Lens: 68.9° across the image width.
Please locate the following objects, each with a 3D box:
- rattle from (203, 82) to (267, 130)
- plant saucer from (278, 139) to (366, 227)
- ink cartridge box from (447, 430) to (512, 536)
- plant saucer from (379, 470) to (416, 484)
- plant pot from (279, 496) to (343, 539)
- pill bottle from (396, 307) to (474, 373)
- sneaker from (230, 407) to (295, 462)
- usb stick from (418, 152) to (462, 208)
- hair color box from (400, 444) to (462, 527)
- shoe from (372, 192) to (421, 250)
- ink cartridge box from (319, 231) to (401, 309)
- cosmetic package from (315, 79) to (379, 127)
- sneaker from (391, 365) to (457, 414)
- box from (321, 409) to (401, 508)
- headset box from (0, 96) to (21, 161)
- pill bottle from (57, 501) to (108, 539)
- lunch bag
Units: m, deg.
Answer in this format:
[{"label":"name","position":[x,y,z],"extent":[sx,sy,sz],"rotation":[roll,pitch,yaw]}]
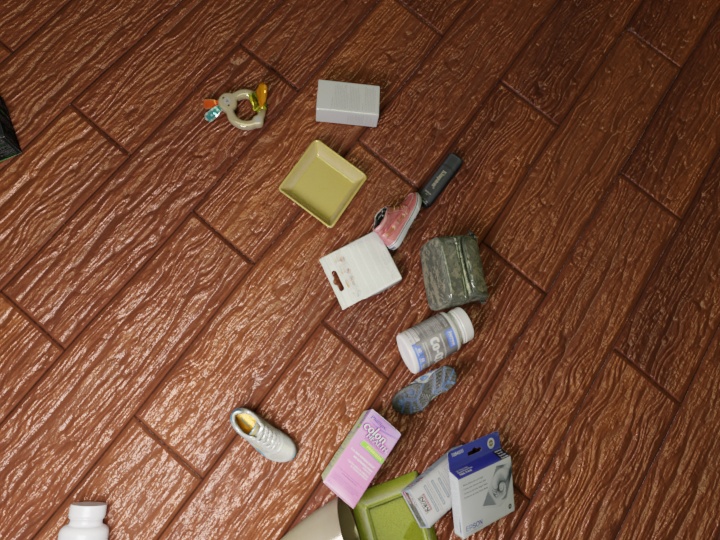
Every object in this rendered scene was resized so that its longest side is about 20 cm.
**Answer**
[{"label":"rattle","position":[-0.375,-0.498,1.549],"extent":[0.192,0.143,0.136],"rotation":[13,92,-9]},{"label":"plant saucer","position":[-0.111,-0.251,1.556],"extent":[0.197,0.049,0.203],"rotation":[35,73,4]},{"label":"ink cartridge box","position":[0.309,0.538,1.331],"extent":[0.194,0.040,0.209],"rotation":[-9,93,-33]},{"label":"plant saucer","position":[0.091,0.648,1.336],"extent":[0.193,0.048,0.207],"rotation":[-15,77,-10]},{"label":"plant pot","position":[-0.109,0.673,1.251],"extent":[0.194,0.188,0.193],"rotation":[-22,77,2]},{"label":"pill bottle","position":[0.206,0.187,1.440],"extent":[0.195,0.114,0.117],"rotation":[-25,78,-12]},{"label":"sneaker","position":[-0.251,0.424,1.340],"extent":[0.196,0.081,0.078],"rotation":[32,72,1]},{"label":"usb stick","position":[0.244,-0.278,1.612],"extent":[0.055,0.033,0.202],"rotation":[37,74,4]},{"label":"hair color box","position":[0.207,0.549,1.341],"extent":[0.196,0.061,0.101],"rotation":[-26,79,-31]},{"label":"shoe","position":[0.106,-0.167,1.522],"extent":[0.090,0.071,0.204],"rotation":[39,64,-24]},{"label":"ink cartridge box","position":[0.000,0.000,1.504],"extent":[0.195,0.050,0.165],"rotation":[-27,79,-10]},{"label":"cosmetic package","position":[-0.039,-0.515,1.623],"extent":[0.191,0.071,0.106],"rotation":[5,74,-5]},{"label":"sneaker","position":[0.175,0.326,1.424],"extent":[0.195,0.077,0.078],"rotation":[-28,81,5]},{"label":"box","position":[-0.002,0.462,1.309],"extent":[0.095,0.176,0.202],"rotation":[35,73,5]},{"label":"headset box","position":[-1.078,-0.402,1.461],"extent":[0.169,0.093,0.205],"rotation":[-25,79,-12]},{"label":"pill bottle","position":[-0.648,0.653,1.216],"extent":[0.107,0.113,0.208],"rotation":[4,73,-5]},{"label":"lunch bag","position":[0.274,0.000,1.493],"extent":[0.162,0.139,0.208],"rotation":[-4,75,-24]}]
